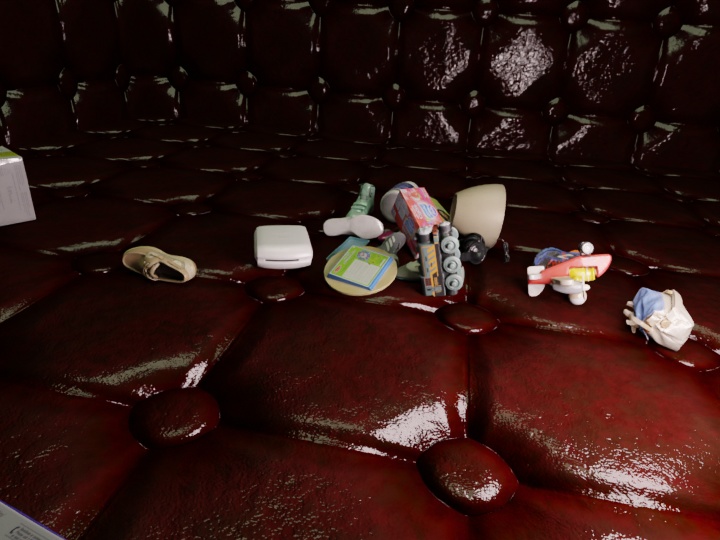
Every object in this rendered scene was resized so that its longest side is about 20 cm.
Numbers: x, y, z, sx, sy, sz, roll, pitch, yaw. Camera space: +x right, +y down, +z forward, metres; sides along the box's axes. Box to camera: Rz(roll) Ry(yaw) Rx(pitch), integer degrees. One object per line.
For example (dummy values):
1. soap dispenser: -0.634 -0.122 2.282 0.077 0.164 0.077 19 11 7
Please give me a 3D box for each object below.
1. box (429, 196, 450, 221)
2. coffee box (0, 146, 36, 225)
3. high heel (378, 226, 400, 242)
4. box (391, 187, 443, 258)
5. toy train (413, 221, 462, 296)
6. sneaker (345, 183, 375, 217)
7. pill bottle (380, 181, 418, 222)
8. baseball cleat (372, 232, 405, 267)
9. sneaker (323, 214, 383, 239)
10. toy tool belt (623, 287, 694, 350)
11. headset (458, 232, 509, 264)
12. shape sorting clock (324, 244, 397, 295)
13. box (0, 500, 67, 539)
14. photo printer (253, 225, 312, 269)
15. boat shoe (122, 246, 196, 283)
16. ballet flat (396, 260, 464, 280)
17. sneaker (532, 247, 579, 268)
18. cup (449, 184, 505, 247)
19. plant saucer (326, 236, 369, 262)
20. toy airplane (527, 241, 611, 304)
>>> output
1. box: 0.260 -0.190 1.779 0.074 0.051 0.201 15 29 -34
2. coffee box: -1.156 -0.255 1.593 0.195 0.204 0.198 22 30 36
3. high heel: 0.135 -0.146 1.680 0.197 0.098 0.067 -17 31 -39
4. box: 0.182 -0.147 1.593 0.094 0.101 0.203 -8 55 -24
5. toy train: 0.198 -0.025 1.319 0.111 0.204 0.086 -6 28 11
6. sneaker: -0.001 -0.247 1.855 0.072 0.121 0.201 12 27 14
7. pill bottle: 0.152 -0.257 1.903 0.113 0.118 0.200 11 26 16
8. baseball cleat: 0.088 -0.046 1.509 0.105 0.071 0.199 28 44 32
9. sneaker: -0.019 -0.146 1.695 0.195 0.077 0.088 4 8 9
10. toy tool belt: 0.679 0.093 1.214 0.120 0.127 0.200 16 25 7
11. headset: 0.349 -0.055 1.575 0.195 0.096 0.124 -8 22 12
12. shape sorting clock: 0.000 0.000 1.383 0.195 0.040 0.202 0 41 0
13. box: -0.322 0.323 0.456 0.180 0.204 0.105 14 24 21
14. photo printer: -0.222 -0.066 1.484 0.162 0.071 0.201 -1 25 -11
15. boat shoe: -0.520 -0.012 1.318 0.195 0.073 0.065 9 24 7
16. ballet flat: 0.186 -0.004 1.418 0.195 0.065 0.068 8 24 10
17. sneaker: 0.590 -0.019 1.507 0.195 0.077 0.079 -4 28 -13
18. cup: 0.363 -0.183 1.655 0.140 0.204 0.201 9 24 -1
19. plant saucer: -0.035 -0.057 1.557 0.068 0.019 0.200 12 25 16
20. toy airplane: 0.531 0.027 1.350 0.197 0.144 0.199 -23 -4 -30
